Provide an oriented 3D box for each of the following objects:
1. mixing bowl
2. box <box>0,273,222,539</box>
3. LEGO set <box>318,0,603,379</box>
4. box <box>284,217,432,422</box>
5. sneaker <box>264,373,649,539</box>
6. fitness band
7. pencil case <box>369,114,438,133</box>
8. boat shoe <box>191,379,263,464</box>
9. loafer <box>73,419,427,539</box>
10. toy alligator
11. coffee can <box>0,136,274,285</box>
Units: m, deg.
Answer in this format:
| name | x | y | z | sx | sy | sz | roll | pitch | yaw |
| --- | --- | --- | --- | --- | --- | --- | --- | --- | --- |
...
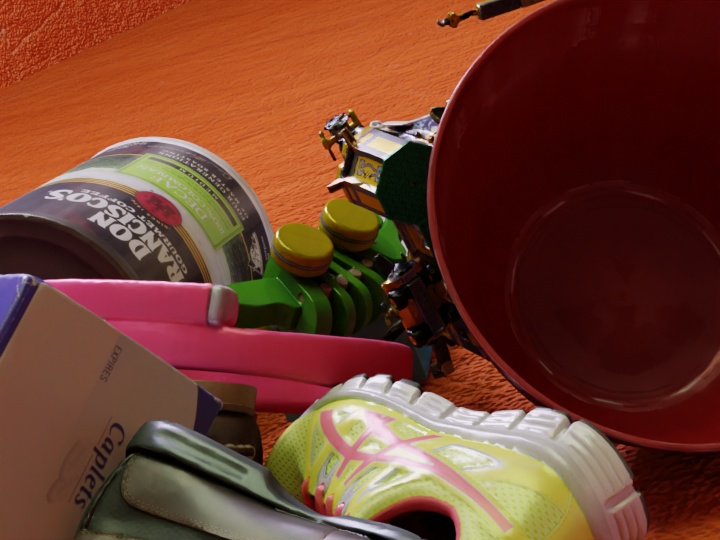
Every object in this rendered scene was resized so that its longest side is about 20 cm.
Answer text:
| name | x | y | z | sx | sy | sz | roll | pitch | yaw |
| --- | --- | --- | --- | --- | --- | --- | --- | --- | --- |
| mixing bowl | 0.119 | -0.007 | 0.843 | 0.199 | 0.201 | 0.108 | -24 | -17 | -14 |
| box | -0.183 | 0.103 | 0.803 | 0.199 | 0.105 | 0.185 | -2 | 55 | 50 |
| LEGO set | 0.064 | -0.054 | 0.955 | 0.200 | 0.154 | 0.116 | -44 | 30 | -12 |
| box | -0.001 | 0.018 | 1.132 | 0.082 | 0.049 | 0.200 | -17 | 14 | 10 |
| sneaker | 0.013 | 0.096 | 0.779 | 0.090 | 0.078 | 0.199 | -40 | 19 | -31 |
| fitness band | -0.073 | 0.036 | 0.909 | 0.199 | 0.038 | 0.143 | 2 | -12 | 30 |
| pencil case | 0.090 | -0.083 | 1.305 | 0.199 | 0.090 | 0.078 | -22 | 14 | -10 |
| boat shoe | -0.080 | 0.092 | 0.914 | 0.070 | 0.071 | 0.200 | 0 | -7 | -4 |
| loafer | -0.016 | 0.118 | 0.695 | 0.199 | 0.072 | 0.063 | 22 | 59 | 33 |
| toy alligator | 0.000 | 0.000 | 1.011 | 0.054 | 0.060 | 0.200 | 34 | 34 | 19 |
| coffee can | -0.143 | 0.017 | 1.108 | 0.145 | 0.147 | 0.200 | -15 | 11 | 19 |
